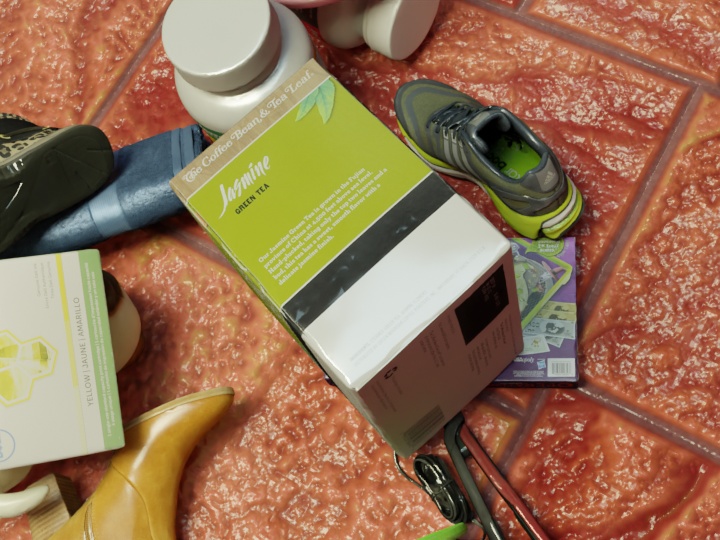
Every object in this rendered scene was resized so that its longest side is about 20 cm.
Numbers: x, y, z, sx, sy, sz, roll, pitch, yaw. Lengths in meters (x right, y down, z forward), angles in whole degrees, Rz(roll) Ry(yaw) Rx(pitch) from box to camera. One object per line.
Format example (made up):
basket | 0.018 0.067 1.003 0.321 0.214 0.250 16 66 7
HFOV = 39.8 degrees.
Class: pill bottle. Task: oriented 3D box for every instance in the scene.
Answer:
pill bottle | -0.081 -0.145 0.796 0.111 0.200 0.114 -4 72 12
pill bottle | -0.031 -0.267 0.885 0.199 0.111 0.111 32 78 21

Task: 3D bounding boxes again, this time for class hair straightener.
hair straightener | 0.078 0.174 0.730 0.077 0.041 0.201 -33 67 -3

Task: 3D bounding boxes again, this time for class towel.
towel | -0.220 -0.060 0.856 0.198 0.049 0.112 -19 32 1

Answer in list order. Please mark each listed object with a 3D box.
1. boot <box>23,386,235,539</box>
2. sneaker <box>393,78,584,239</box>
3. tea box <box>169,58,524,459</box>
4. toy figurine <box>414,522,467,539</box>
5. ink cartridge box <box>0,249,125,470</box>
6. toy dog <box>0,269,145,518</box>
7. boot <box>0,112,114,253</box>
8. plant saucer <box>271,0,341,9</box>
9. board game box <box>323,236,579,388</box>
boot | -0.157 0.193 0.762 0.200 0.071 0.145 -31 72 4
sneaker | 0.098 -0.109 0.807 0.074 0.081 0.200 -44 56 -9
tea box | 0.000 0.000 0.698 0.133 0.200 0.197 -40 65 -7
toy figurine | 0.014 0.293 0.664 0.199 0.150 0.186 -28 75 24
ink cartridge box | -0.276 0.069 0.697 0.198 0.048 0.147 -7 88 -22
toy dog | -0.268 0.073 0.782 0.200 0.140 0.193 -42 50 -17
boot | -0.319 -0.069 0.810 0.203 0.074 0.153 -32 32 -30
plant saucer | -0.034 -0.298 0.809 0.198 0.051 0.203 -4 74 14
board game box | 0.073 0.033 0.794 0.198 0.032 0.121 0 72 11
